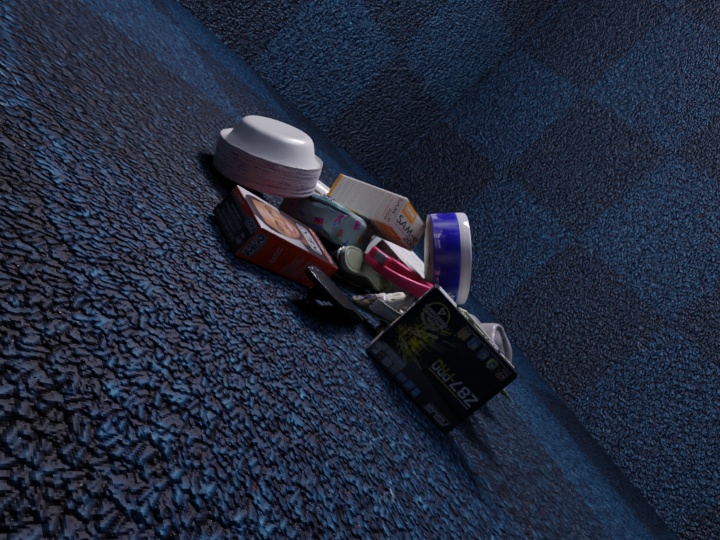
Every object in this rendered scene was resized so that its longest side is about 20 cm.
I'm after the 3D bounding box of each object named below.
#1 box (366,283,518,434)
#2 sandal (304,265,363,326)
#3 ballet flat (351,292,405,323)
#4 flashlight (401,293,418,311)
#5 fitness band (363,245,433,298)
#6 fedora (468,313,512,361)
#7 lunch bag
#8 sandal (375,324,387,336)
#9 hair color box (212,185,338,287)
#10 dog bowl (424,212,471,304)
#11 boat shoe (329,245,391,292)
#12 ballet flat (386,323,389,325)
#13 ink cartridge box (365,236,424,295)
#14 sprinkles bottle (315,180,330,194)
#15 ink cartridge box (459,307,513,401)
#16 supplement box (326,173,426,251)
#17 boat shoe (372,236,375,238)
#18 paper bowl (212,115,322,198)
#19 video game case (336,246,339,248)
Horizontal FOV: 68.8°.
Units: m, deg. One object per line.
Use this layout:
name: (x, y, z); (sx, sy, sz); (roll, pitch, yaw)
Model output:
box: (0.136, 0.147, 0.881); (0.200, 0.161, 0.049); (48, 13, -1)
sandal: (-0.047, 0.055, 0.852); (0.075, 0.048, 0.200); (52, 0, 30)
ballet flat: (0.082, 0.081, 0.990); (0.200, 0.072, 0.072); (30, 12, 2)
flashlight: (0.146, 0.136, 1.067); (0.200, 0.068, 0.068); (56, 33, -24)
fitness band: (0.082, 0.009, 1.046); (0.144, 0.037, 0.200); (32, 6, -19)
fedora: (0.297, 0.193, 1.243); (0.177, 0.090, 0.200); (27, 60, -39)
lunch bag: (-0.073, -0.108, 1.114); (0.160, 0.077, 0.200); (29, -1, 31)
sandal: (0.110, 0.161, 1.006); (0.200, 0.054, 0.080); (42, 13, -23)
hair color box: (-0.129, -0.046, 0.836); (0.200, 0.061, 0.102); (28, 23, -55)
dog bowl: (0.187, -0.026, 1.151); (0.200, 0.079, 0.200); (0, 90, -89)
boat shoe: (0.000, 0.000, 1.119); (0.201, 0.061, 0.072); (32, 57, -52)
ballet flat: (0.115, 0.118, 1.149); (0.200, 0.067, 0.067); (34, 9, -41)
ink cartridge box: (0.084, -0.018, 1.313); (0.146, 0.086, 0.200); (47, 16, -6)
sprinkles bottle: (-0.105, -0.183, 1.296); (0.200, 0.068, 0.068); (37, 14, -11)
ink cartridge box: (0.231, 0.156, 1.051); (0.200, 0.048, 0.146); (48, -3, -9)
supplement box: (0.033, -0.130, 1.178); (0.200, 0.074, 0.126); (27, -10, 36)
boat shoe: (0.013, -0.109, 1.423); (0.073, 0.063, 0.200); (51, 13, 14)
paper bowl: (-0.169, -0.222, 0.997); (0.200, 0.104, 0.201); (19, 23, -8)
video game case: (0.000, -0.039, 1.359); (0.200, 0.023, 0.182); (45, 12, -15)
